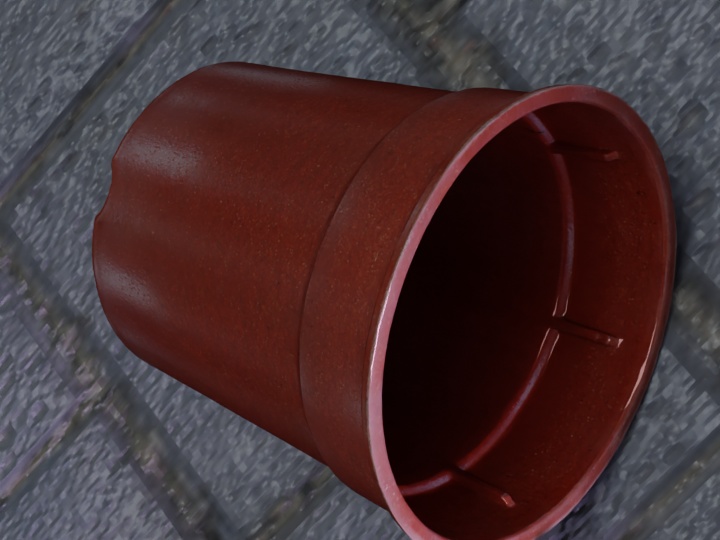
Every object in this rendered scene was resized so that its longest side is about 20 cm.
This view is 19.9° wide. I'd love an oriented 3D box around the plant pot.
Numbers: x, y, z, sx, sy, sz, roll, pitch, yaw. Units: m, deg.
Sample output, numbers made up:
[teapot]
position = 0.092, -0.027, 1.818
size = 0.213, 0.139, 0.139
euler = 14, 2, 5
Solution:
[plant pot]
position = 0.000, 0.000, 0.894
size = 0.195, 0.201, 0.201
euler = 18, 90, 39
